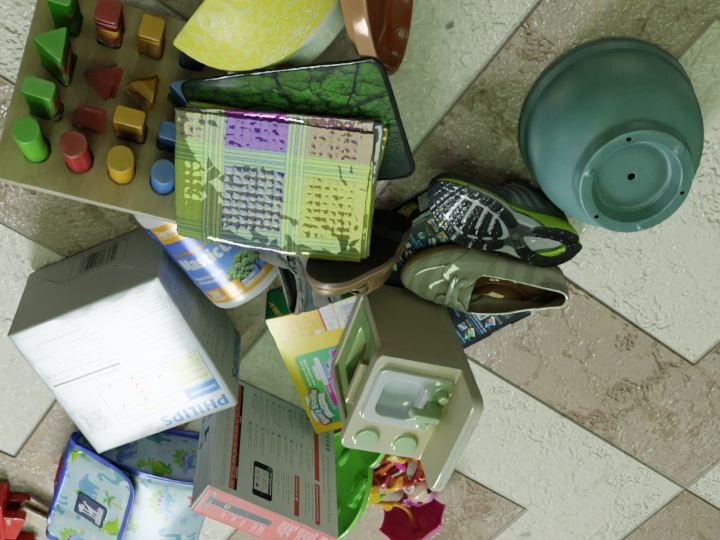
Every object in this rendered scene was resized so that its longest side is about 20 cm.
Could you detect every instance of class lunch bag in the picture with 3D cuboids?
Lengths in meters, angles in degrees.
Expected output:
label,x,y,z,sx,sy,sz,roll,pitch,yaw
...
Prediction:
label,x,y,z,sx,sy,sz,roll,pitch,yaw
lunch bag,-0.303,0.300,1.307,0.197,0.128,0.172,15,115,-16

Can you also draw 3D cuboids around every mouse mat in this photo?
label,x,y,z,sx,sy,sz,roll,pitch,yaw
mouse mat,-0.056,-0.133,0.940,0.197,0.008,0.162,-2,145,16

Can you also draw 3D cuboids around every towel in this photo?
label,x,y,z,sx,sy,sz,roll,pitch,yaw
towel,-0.077,-0.083,0.938,0.197,0.023,0.146,5,116,-1

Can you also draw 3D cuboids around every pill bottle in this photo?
label,x,y,z,sx,sy,sz,roll,pitch,yaw
pill bottle,-0.178,-0.064,1.081,0.111,0.113,0.201,-29,121,17

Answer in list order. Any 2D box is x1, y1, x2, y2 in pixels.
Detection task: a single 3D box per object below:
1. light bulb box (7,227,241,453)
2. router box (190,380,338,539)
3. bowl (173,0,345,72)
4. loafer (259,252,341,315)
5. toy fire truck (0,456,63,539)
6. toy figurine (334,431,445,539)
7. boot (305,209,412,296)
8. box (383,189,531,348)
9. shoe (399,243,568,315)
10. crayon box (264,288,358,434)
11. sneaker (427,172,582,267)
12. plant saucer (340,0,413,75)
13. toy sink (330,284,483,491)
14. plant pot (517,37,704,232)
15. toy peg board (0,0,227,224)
label,x,y,z,sx,sy,sz,roll,pitch,yaw
light bulb box,-0.269,0.080,1.167,0.196,0.126,0.202,-20,124,10
router box,-0.116,0.243,1.239,0.178,0.201,0.049,28,119,-20
bowl,-0.068,-0.248,0.899,0.107,0.201,0.200,39,115,-15
loafer,-0.075,-0.013,1.041,0.062,0.072,0.201,-31,143,-3
toy fire truck,-0.459,0.348,1.389,0.139,0.049,0.202,4,125,-7
toy figurine,0.045,0.297,1.345,0.183,0.150,0.201,25,106,-33
boot,0.000,0.000,1.034,0.073,0.200,0.076,22,115,17
box,0.091,0.010,1.182,0.158,0.046,0.201,-29,121,17
shoe,0.144,0.014,1.127,0.197,0.054,0.071,4,123,-6
crayon box,-0.032,0.105,1.235,0.117,0.059,0.202,-15,124,8
sneaker,0.155,-0.066,1.101,0.198,0.082,0.074,20,128,-28
plant saucer,0.014,-0.280,0.893,0.032,0.201,0.203,4,126,15
toy sink,0.041,0.126,1.100,0.110,0.201,0.132,12,120,-18
plant pot,0.276,-0.124,1.046,0.197,0.135,0.203,-1,125,-2
toy peg board,-0.236,-0.168,0.949,0.196,0.098,0.203,13,82,-10
